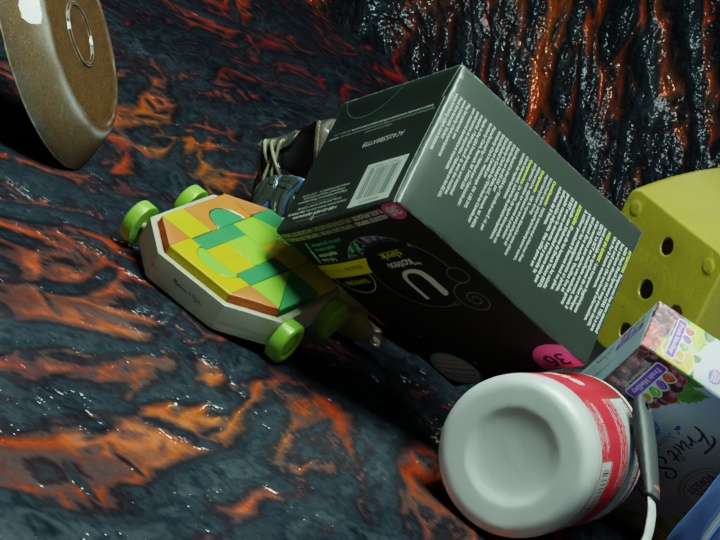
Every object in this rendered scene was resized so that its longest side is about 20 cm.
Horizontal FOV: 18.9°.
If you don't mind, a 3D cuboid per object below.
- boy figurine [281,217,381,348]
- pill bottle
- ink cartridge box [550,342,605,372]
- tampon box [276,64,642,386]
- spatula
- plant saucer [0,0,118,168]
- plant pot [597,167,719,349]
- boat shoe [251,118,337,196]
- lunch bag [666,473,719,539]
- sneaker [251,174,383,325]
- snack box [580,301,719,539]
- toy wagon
[{"bbox_3d":[0.000,0.000,1.719,0.199,0.125,0.064,4,16,7],"label":"boy figurine"},{"bbox_3d":[0.137,0.128,1.540,0.112,0.112,0.200,37,11,18],"label":"pill bottle"},{"bbox_3d":[0.255,0.140,1.921,0.146,0.083,0.200,30,12,-20],"label":"ink cartridge box"},{"bbox_3d":[0.072,-0.027,1.570,0.200,0.127,0.150,41,-30,-24],"label":"tampon box"},{"bbox_3d":[0.196,0.173,1.489,0.057,0.020,0.201,46,40,-45],"label":"spatula"},{"bbox_3d":[-0.230,-0.180,1.676,0.200,0.034,0.201,-12,90,-78],"label":"plant saucer"},{"bbox_3d":[0.309,0.027,1.893,0.176,0.201,0.200,8,25,-37],"label":"plant pot"},{"bbox_3d":[-0.058,-0.082,1.905,0.073,0.075,0.200,8,-19,-10],"label":"boat shoe"},{"bbox_3d":[0.325,0.238,1.555,0.200,0.136,0.132,34,11,-6],"label":"lunch bag"},{"bbox_3d":[-0.012,-0.007,1.852,0.200,0.075,0.078,40,-3,0],"label":"sneaker"},{"bbox_3d":[0.233,0.122,1.675,0.142,0.200,0.053,32,53,-5],"label":"snack box"},{"bbox_3d":[-0.079,-0.007,1.596,0.155,0.040,0.200,38,27,15],"label":"toy wagon"}]
